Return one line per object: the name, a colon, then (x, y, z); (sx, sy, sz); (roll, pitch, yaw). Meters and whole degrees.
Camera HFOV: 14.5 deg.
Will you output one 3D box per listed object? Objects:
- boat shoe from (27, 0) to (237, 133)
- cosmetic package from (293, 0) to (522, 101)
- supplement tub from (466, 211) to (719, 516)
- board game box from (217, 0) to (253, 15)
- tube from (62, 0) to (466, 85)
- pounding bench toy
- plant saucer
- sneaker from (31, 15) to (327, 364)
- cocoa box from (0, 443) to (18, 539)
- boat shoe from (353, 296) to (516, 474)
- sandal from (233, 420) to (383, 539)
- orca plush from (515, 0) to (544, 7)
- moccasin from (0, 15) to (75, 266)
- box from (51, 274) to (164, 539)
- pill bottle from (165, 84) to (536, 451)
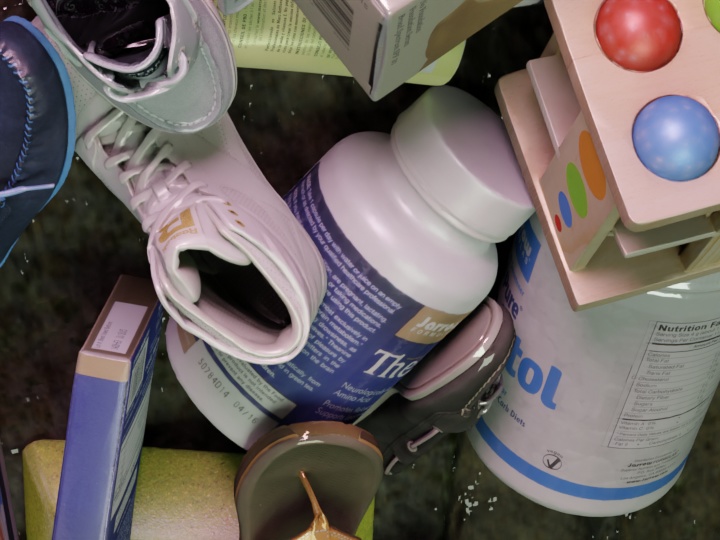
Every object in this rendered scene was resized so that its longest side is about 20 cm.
boat shoe: (-0.108, -0.110, 1.234); (0.070, 0.072, 0.201); (-26, 140, 8)
cosmetic package: (0.067, -0.172, 1.271); (0.200, 0.071, 0.105); (-35, 167, -13)
supplement tub: (0.137, 0.022, 1.518); (0.131, 0.132, 0.200); (0, 133, -17)
board game box: (0.013, -0.208, 1.216); (0.200, 0.026, 0.200); (-36, 167, -11)
tube: (-0.047, -0.127, 1.367); (0.199, 0.058, 0.052); (5, 134, -25)
pounding bench toy: (0.188, -0.084, 1.352); (0.199, 0.125, 0.156); (-15, 166, -13)
plant saucer: (-0.095, 0.194, 1.616); (0.199, 0.048, 0.201); (4, 124, 2)
sneaker: (-0.087, -0.042, 1.343); (0.074, 0.116, 0.200); (-41, 100, 10)
cocoa box: (-0.250, 0.136, 1.459); (0.133, 0.200, 0.131); (-15, 136, -2)
boat shoe: (0.042, 0.064, 1.530); (0.057, 0.067, 0.200); (33, 151, -15)
sandal: (-0.034, 0.152, 1.499); (0.080, 0.054, 0.200); (-1, 136, -24)
orca plush: (0.062, -0.169, 1.372); (0.199, 0.071, 0.106); (-12, 92, -20)
moccasin: (-0.190, -0.038, 1.362); (0.068, 0.080, 0.200); (-30, 158, -37)
box: (-0.136, 0.116, 1.484); (0.032, 0.121, 0.201); (9, 109, 2)
pill bottle: (0.000, 0.000, 1.465); (0.111, 0.111, 0.200); (25, 123, -35)
